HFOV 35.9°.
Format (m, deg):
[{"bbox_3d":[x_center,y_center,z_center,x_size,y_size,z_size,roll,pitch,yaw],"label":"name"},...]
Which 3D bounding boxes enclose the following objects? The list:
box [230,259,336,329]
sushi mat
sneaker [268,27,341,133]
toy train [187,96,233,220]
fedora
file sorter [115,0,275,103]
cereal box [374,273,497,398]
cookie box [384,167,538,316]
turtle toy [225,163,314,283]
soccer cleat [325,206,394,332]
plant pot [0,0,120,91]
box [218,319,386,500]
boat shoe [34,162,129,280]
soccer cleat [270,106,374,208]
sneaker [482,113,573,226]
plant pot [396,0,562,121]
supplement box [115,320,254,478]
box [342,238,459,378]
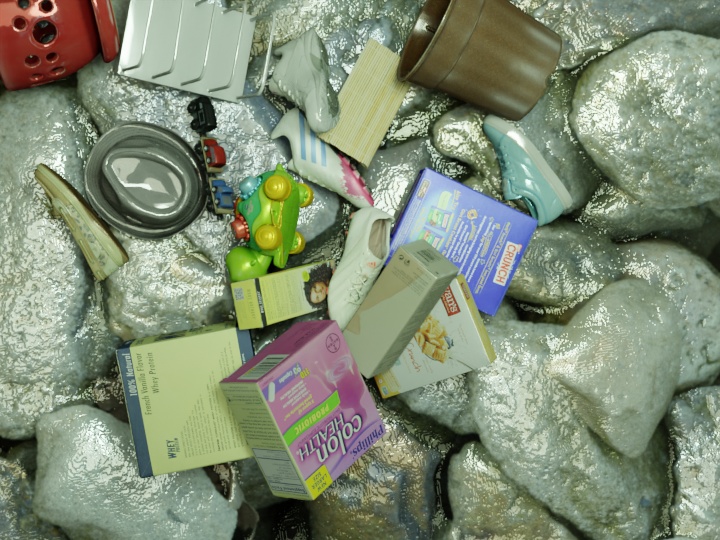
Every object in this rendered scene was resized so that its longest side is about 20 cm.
[{"bbox_3d":[-0.109,0.034,1.686,0.050,0.200,0.076,-8,95,37],"label":"box"},{"bbox_3d":[0.014,-0.266,1.740,0.095,0.012,0.201,29,70,-6],"label":"sushi mat"},{"bbox_3d":[-0.090,-0.278,1.708,0.099,0.078,0.201,-19,50,11],"label":"sneaker"},{"bbox_3d":[-0.228,-0.175,1.715,0.046,0.034,0.201,-20,76,34],"label":"toy train"},{"bbox_3d":[-0.332,-0.139,1.706,0.200,0.090,0.177,35,89,-5],"label":"fedora"},{"bbox_3d":[-0.244,-0.343,1.662,0.199,0.124,0.140,10,90,-25],"label":"file sorter"},{"bbox_3d":[0.097,0.104,1.730,0.199,0.039,0.145,-22,93,29],"label":"cereal box"},{"bbox_3d":[0.153,-0.044,1.758,0.199,0.075,0.172,25,92,-5],"label":"cookie box"},{"bbox_3d":[-0.149,-0.067,1.711,0.101,0.146,0.201,12,90,16],"label":"turtle toy"},{"bbox_3d":[0.000,0.000,1.705,0.069,0.077,0.201,15,88,-40],"label":"soccer cleat"},{"bbox_3d":[-0.460,-0.381,1.640,0.182,0.200,0.202,-15,93,-13],"label":"plant pot"},{"bbox_3d":[-0.082,0.204,1.639,0.176,0.096,0.201,-36,111,-38],"label":"box"},{"bbox_3d":[-0.441,-0.076,1.708,0.063,0.073,0.200,-39,97,-1],"label":"boat shoe"},{"bbox_3d":[-0.061,-0.163,1.746,0.086,0.070,0.200,-38,89,6],"label":"soccer cleat"},{"bbox_3d":[0.250,-0.156,1.765,0.082,0.074,0.200,-42,94,-7],"label":"sneaker"},{"bbox_3d":[0.188,-0.337,1.702,0.197,0.200,0.201,25,90,-12],"label":"plant pot"},{"bbox_3d":[-0.252,0.192,1.702,0.199,0.134,0.201,-11,93,-5],"label":"supplement box"},{"bbox_3d":[0.053,0.058,1.667,0.078,0.095,0.200,40,113,16],"label":"box"}]
